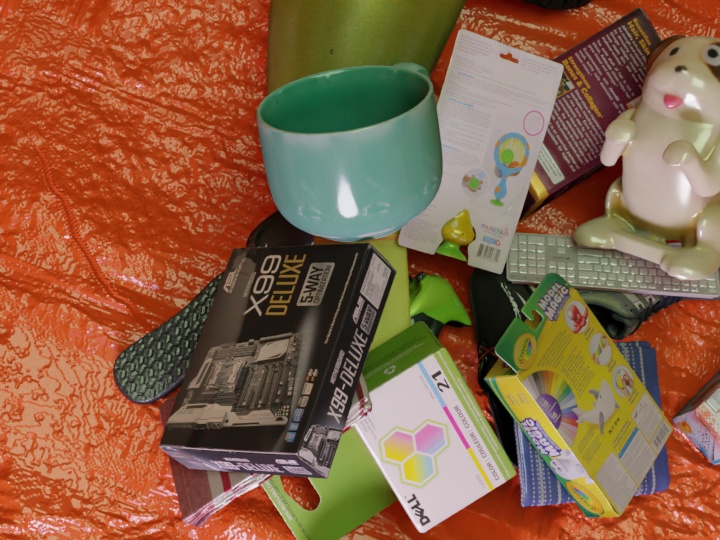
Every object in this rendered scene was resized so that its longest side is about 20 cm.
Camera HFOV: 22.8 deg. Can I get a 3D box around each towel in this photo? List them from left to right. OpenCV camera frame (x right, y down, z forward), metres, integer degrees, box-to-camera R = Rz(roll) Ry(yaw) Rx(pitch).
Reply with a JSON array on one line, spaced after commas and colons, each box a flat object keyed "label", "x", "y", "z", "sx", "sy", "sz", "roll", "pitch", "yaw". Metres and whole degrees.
[{"label": "towel", "x": -0.085, "y": 0.120, "z": 1.558, "sx": 0.200, "sy": 0.023, "sz": 0.144, "roll": -34, "pitch": 43, "yaw": 14}, {"label": "towel", "x": 0.000, "y": 0.000, "z": 1.608, "sx": 0.086, "sy": 0.018, "sz": 0.201, "roll": -3, "pitch": 86, "yaw": -12}, {"label": "towel", "x": 0.210, "y": 0.139, "z": 1.648, "sx": 0.199, "sy": 0.024, "sz": 0.146, "roll": 1, "pitch": 80, "yaw": -40}]

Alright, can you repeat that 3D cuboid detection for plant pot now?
[{"label": "plant pot", "x": -0.011, "y": -0.195, "z": 1.663, "sx": 0.186, "sy": 0.187, "sz": 0.201, "roll": 15, "pitch": 88, "yaw": -7}]

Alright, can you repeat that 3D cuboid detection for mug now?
[{"label": "mug", "x": 0.008, "y": -0.099, "z": 1.531, "sx": 0.184, "sy": 0.152, "sz": 0.115, "roll": -19, "pitch": 118, "yaw": -20}]

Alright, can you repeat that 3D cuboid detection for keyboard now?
[{"label": "keyboard", "x": 0.235, "y": -0.006, "z": 1.667, "sx": 0.199, "sy": 0.011, "sz": 0.057, "roll": 4, "pitch": 59, "yaw": -2}]

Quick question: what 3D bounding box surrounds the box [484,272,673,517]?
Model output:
[{"label": "box", "x": 0.189, "y": 0.110, "z": 1.591, "sx": 0.200, "sy": 0.048, "sz": 0.117, "roll": 55, "pitch": 53, "yaw": -21}]

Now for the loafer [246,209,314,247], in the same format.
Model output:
[{"label": "loafer", "x": -0.012, "y": -0.053, "z": 1.670, "sx": 0.199, "sy": 0.072, "sz": 0.073, "roll": -23, "pitch": 83, "yaw": -14}]

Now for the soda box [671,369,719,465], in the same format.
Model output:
[{"label": "soda box", "x": 0.393, "y": 0.096, "z": 1.714, "sx": 0.200, "sy": 0.068, "sz": 0.064, "roll": -42, "pitch": 88, "yaw": -16}]

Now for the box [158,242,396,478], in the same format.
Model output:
[{"label": "box", "x": -0.070, "y": 0.074, "z": 1.525, "sx": 0.050, "sy": 0.157, "sz": 0.201, "roll": 44, "pitch": 57, "yaw": -43}]

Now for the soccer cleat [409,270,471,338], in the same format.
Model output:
[{"label": "soccer cleat", "x": 0.023, "y": 0.088, "z": 1.651, "sx": 0.200, "sy": 0.067, "sz": 0.081, "roll": -45, "pitch": 101, "yaw": -17}]

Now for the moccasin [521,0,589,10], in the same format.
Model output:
[{"label": "moccasin", "x": 0.159, "y": -0.303, "z": 1.751, "sx": 0.200, "sy": 0.074, "sz": 0.078, "roll": 1, "pitch": 53, "yaw": -26}]

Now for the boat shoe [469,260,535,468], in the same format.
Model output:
[{"label": "boat shoe", "x": 0.144, "y": 0.086, "z": 1.661, "sx": 0.063, "sy": 0.074, "sz": 0.202, "roll": -11, "pitch": 81, "yaw": -42}]

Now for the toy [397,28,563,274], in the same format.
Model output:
[{"label": "toy", "x": 0.102, "y": -0.108, "z": 1.635, "sx": 0.115, "sy": 0.047, "sz": 0.201, "roll": 15, "pitch": 89, "yaw": -27}]

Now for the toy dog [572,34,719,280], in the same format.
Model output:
[{"label": "toy dog", "x": 0.304, "y": -0.114, "z": 1.637, "sx": 0.193, "sy": 0.139, "sz": 0.201, "roll": -15, "pitch": 120, "yaw": -40}]

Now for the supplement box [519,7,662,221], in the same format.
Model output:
[{"label": "supplement box", "x": 0.211, "y": -0.150, "z": 1.729, "sx": 0.200, "sy": 0.086, "sz": 0.111, "roll": -31, "pitch": 84, "yaw": -15}]

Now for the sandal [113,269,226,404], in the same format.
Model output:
[{"label": "sandal", "x": -0.136, "y": 0.054, "z": 1.643, "sx": 0.199, "sy": 0.045, "sz": 0.075, "roll": -31, "pitch": 78, "yaw": -1}]

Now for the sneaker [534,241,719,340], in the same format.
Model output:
[{"label": "sneaker", "x": 0.261, "y": 0.026, "z": 1.697, "sx": 0.199, "sy": 0.074, "sz": 0.081, "roll": -4, "pitch": 57, "yaw": -5}]

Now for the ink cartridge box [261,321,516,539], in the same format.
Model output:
[{"label": "ink cartridge box", "x": 0.013, "y": 0.164, "z": 1.575, "sx": 0.200, "sy": 0.076, "sz": 0.148, "roll": -32, "pitch": 112, "yaw": -3}]
